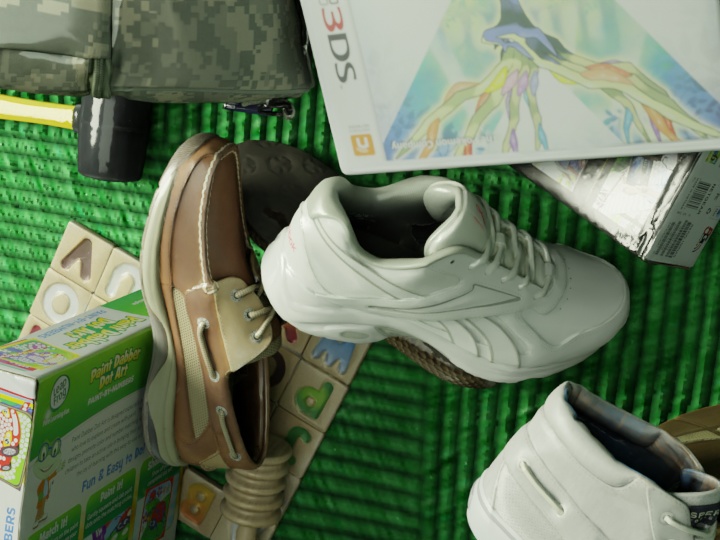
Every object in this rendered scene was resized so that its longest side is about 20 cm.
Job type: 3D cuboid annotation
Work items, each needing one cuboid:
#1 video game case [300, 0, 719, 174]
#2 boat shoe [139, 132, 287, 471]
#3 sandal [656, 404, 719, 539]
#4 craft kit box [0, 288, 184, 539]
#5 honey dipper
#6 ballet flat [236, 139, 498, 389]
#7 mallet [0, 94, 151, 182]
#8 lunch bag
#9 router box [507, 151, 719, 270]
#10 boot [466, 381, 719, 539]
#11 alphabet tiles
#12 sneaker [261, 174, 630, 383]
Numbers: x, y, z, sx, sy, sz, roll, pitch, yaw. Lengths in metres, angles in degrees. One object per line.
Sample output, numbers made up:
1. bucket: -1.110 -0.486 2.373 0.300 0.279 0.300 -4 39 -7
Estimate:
1. video game case: 0.062 -0.135 0.650 0.199 0.022 0.183 -2 116 26
2. boat shoe: -0.073 0.022 0.783 0.071 0.076 0.201 14 122 17
3. sandal: 0.165 0.122 0.774 0.199 0.080 0.054 -23 108 21
4. craft kit box: -0.153 0.123 0.792 0.048 0.200 0.199 16 104 15
5. honey dipper: -0.076 0.194 0.872 0.038 0.038 0.201 16 108 13
6. ballet flat: 0.000 0.000 0.812 0.200 0.067 0.046 36 152 7
7. mallet: -0.215 -0.088 0.868 0.199 0.041 0.066 3 97 20
8. lunch bag: -0.100 -0.178 0.716 0.167 0.139 0.201 4 102 -5
9. router box: 0.145 -0.124 0.711 0.149 0.051 0.201 40 111 37
10. boot: 0.149 0.143 0.698 0.200 0.074 0.096 38 120 11
11. alphabet tiles: -0.112 0.061 0.877 0.199 0.008 0.168 30 107 9
12. sneaker: 0.055 -0.001 0.738 0.199 0.078 0.100 7 146 -16
